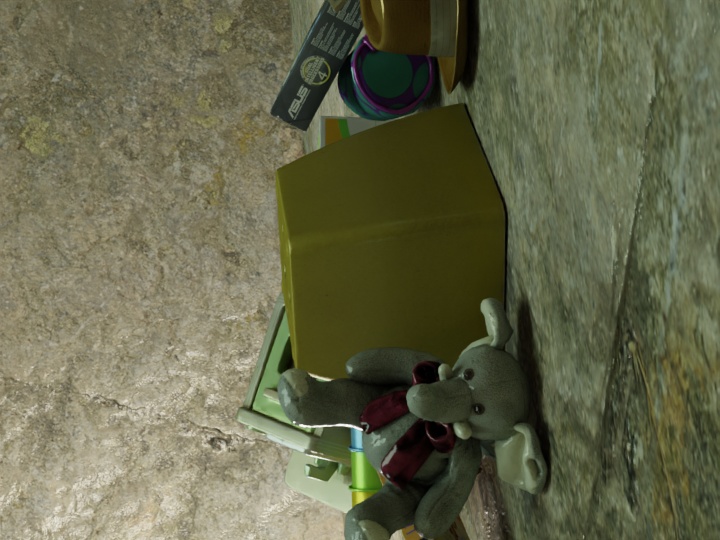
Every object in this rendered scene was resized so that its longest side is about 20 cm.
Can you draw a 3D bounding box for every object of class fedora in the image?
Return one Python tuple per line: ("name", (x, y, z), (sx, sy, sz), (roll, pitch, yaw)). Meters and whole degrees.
("fedora", (0.043, -0.249, 1.469), (0.201, 0.082, 0.201), (175, 90, -85))

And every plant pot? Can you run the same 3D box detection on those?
("plant pot", (0.020, -0.008, 1.465), (0.200, 0.176, 0.200), (-103, 9, -57))

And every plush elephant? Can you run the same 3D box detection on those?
("plush elephant", (0.065, 0.113, 1.309), (0.155, 0.200, 0.165), (-50, 54, 50))

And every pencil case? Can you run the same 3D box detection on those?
("pencil case", (0.025, -0.199, 1.715), (0.200, 0.085, 0.093), (-157, 49, -84))

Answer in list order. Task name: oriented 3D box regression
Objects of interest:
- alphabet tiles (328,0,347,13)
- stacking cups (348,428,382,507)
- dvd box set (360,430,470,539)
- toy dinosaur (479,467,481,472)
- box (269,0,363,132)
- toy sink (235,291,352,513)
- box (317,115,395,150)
("alphabet tiles", (0.022, -0.308, 1.441), (0.167, 0.008, 0.200), (-48, 20, 13))
("stacking cups", (0.011, 0.156, 1.663), (0.061, 0.060, 0.201), (164, 102, -85))
("dvd box set", (0.061, 0.221, 1.544), (0.146, 0.029, 0.200), (48, -165, -52))
("toy dinosaur", (0.061, 0.112, 1.604), (0.200, 0.102, 0.136), (40, 159, 43))
("box", (-0.020, -0.256, 1.714), (0.200, 0.049, 0.161), (-60, 9, 25))
("toy sink", (-0.041, 0.138, 1.748), (0.130, 0.112, 0.201), (17, 88, 46))
("box", (0.002, -0.067, 1.847), (0.200, 0.101, 0.113), (-91, 5, -48))
